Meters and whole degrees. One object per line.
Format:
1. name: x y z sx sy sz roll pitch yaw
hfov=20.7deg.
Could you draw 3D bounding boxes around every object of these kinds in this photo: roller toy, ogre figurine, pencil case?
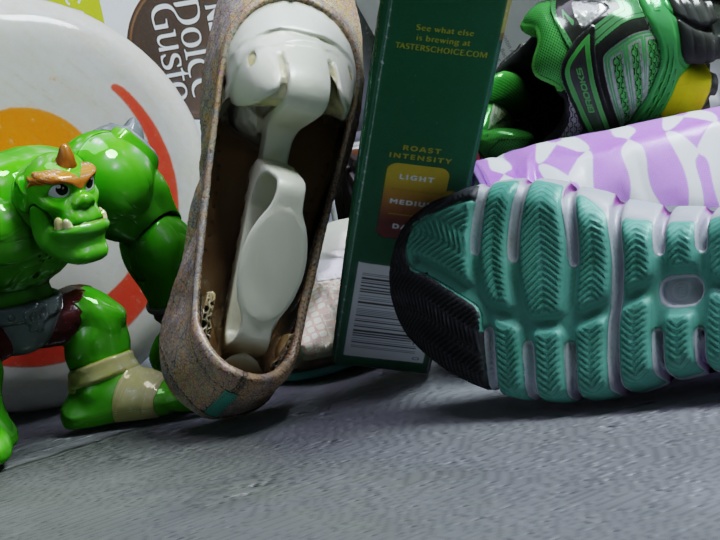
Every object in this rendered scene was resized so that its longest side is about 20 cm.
1. roller toy: -0.165 -0.033 0.899 0.181 0.202 0.140 -7 5 -22
2. ogre figurine: -0.133 0.010 0.780 0.199 0.121 0.098 -14 7 -23
3. pencil case: 0.136 -0.019 0.762 0.199 0.084 0.086 -13 44 -1

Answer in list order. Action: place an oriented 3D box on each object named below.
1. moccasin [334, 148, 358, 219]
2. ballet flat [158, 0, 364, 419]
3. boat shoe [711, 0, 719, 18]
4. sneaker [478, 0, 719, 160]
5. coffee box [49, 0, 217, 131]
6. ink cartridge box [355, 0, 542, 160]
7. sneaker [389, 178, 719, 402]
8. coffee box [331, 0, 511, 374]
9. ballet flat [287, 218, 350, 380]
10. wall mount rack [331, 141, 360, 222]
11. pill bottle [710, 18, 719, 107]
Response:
1. moccasin: 0.040 -0.040 1.126 0.077 0.074 0.201 -14 8 -21
2. ballet flat: -0.030 -0.042 0.756 0.068 0.202 0.067 10 -10 -15
3. boat shoe: 0.178 -0.146 0.869 0.200 0.061 0.072 7 36 16
4. sneaker: 0.079 -0.055 0.837 0.085 0.078 0.200 -3 -34 -15
5. coffee box: -0.166 -0.067 1.156 0.197 0.201 0.200 -13 6 -27
6. ink cartridge box: 0.106 -0.159 1.015 0.199 0.146 0.083 -21 15 32
7. sneaker: 0.108 0.010 0.667 0.199 0.075 0.087 4 -2 35
8. coffee box: 0.024 -0.069 0.736 0.044 0.201 0.123 8 47 -1
9. ballet flat: 0.000 0.000 0.899 0.067 0.063 0.200 -9 7 21
10. wall mount rack: -0.002 -0.055 1.385 0.199 0.075 0.173 -5 12 44
11. pill bottle: 0.209 -0.070 0.911 0.199 0.117 0.116 -12 6 -14
